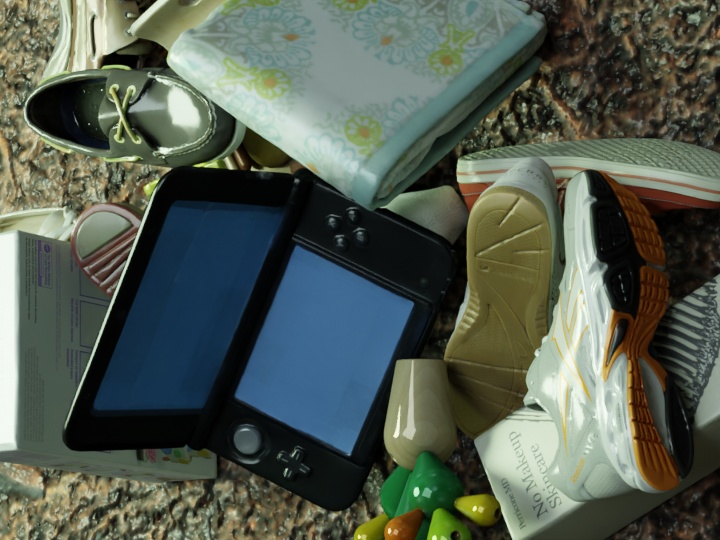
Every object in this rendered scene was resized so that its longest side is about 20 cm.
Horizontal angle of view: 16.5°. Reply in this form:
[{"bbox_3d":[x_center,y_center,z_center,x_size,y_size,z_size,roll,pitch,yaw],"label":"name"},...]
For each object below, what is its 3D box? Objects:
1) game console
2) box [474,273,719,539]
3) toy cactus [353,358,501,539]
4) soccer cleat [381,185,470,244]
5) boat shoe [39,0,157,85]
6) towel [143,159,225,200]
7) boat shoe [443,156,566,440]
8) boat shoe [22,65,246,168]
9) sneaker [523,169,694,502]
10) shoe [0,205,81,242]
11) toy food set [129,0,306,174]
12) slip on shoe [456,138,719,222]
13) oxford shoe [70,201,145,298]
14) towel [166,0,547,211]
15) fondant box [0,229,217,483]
[{"bbox_3d":[-0.060,0.048,1.532,0.175,0.116,0.201,26,111,8],"label":"game console"},{"bbox_3d":[0.171,0.090,1.490,0.200,0.068,0.082,-37,59,25],"label":"box"},{"bbox_3d":[0.045,0.138,1.522,0.102,0.200,0.166,0,85,2],"label":"toy cactus"},{"bbox_3d":[0.000,0.000,1.648,0.200,0.086,0.070,-26,98,51],"label":"soccer cleat"},{"bbox_3d":[-0.177,-0.179,1.802,0.072,0.076,0.201,23,111,29],"label":"boat shoe"},{"bbox_3d":[-0.089,0.028,1.674,0.086,0.018,0.201,-16,93,53],"label":"towel"},{"bbox_3d":[0.099,0.021,1.537,0.070,0.069,0.201,18,129,14],"label":"boat shoe"},{"bbox_3d":[-0.155,-0.104,1.692,0.201,0.060,0.072,5,100,50],"label":"boat shoe"},{"bbox_3d":[0.129,0.040,1.448,0.092,0.076,0.201,-22,62,37],"label":"sneaker"},{"bbox_3d":[-0.240,-0.014,1.813,0.199,0.070,0.054,-2,119,39],"label":"shoe"},{"bbox_3d":[-0.073,-0.113,1.680,0.143,0.060,0.201,-36,76,42],"label":"toy food set"},{"bbox_3d":[0.150,-0.047,1.543,0.199,0.074,0.062,0,104,36],"label":"slip on shoe"},{"bbox_3d":[-0.103,0.027,1.641,0.070,0.075,0.200,-41,90,14],"label":"oxford shoe"},{"bbox_3d":[0.003,-0.140,1.589,0.171,0.200,0.048,33,143,21],"label":"towel"},{"bbox_3d":[-0.181,0.062,1.676,0.058,0.200,0.145,-11,74,37],"label":"fondant box"}]
